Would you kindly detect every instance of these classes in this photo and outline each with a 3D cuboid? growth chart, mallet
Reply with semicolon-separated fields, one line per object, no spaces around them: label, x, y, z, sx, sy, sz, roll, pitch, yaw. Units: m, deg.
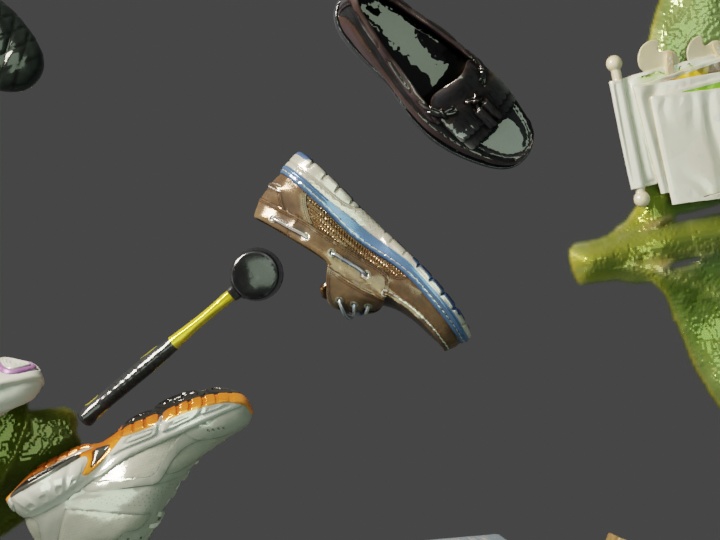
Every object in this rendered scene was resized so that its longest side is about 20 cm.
growth chart;0.304;-0.123;1.180;0.197;0.018;0.147;-3;87;-6
mallet;-0.140;0.052;1.118;0.199;0.066;0.041;-39;90;8

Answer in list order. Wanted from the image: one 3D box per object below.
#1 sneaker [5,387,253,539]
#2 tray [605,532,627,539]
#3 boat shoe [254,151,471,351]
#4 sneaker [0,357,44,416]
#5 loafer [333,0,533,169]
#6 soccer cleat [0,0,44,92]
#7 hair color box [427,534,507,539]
sneaker;-0.165;0.163;1.095;0.198;0.076;0.093;-26;98;1
tray;0.213;0.325;1.140;0.098;0.037;0.202;21;84;-4
boat shoe;0.000;0.000;1.120;0.200;0.072;0.072;44;89;7
sneaker;-0.330;0.130;1.082;0.198;0.075;0.101;-23;108;-7
loafer;0.059;-0.155;1.131;0.200;0.063;0.072;41;84;-3
soccer cleat;-0.328;-0.210;1.082;0.200;0.081;0.068;40;84;-3
hair color box;0.022;0.267;1.109;0.197;0.061;0.100;-4;88;-6
